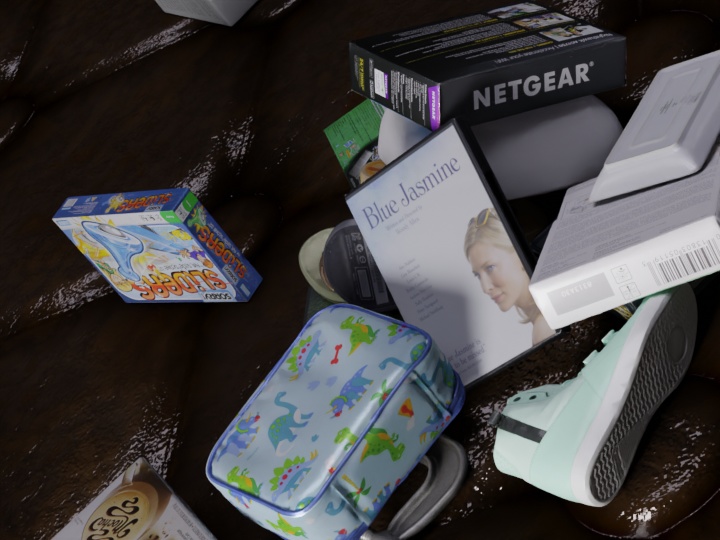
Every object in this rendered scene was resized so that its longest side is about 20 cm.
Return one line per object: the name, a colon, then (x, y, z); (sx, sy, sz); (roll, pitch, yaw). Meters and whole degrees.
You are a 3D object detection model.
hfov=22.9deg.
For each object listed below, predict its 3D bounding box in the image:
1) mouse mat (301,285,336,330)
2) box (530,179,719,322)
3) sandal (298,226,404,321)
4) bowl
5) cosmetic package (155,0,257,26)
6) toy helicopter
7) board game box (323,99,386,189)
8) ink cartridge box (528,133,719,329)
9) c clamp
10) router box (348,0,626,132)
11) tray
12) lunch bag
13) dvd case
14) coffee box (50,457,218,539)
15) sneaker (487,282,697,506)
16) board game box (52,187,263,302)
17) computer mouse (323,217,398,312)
mouse mat: (0.027, 0.026, 1.660); (0.200, 0.008, 0.161); (-23, 35, 23)
box: (0.258, -0.050, 1.483); (0.200, 0.046, 0.159); (-43, 31, -7)
sandal: (0.001, 0.000, 1.657); (0.080, 0.057, 0.201); (-45, 34, -6)
bowl: (0.128, -0.133, 1.612); (0.200, 0.075, 0.200); (-11, 25, -17)
cosmetic package: (-0.208, -0.443, 2.336); (0.166, 0.167, 0.200); (-48, 34, -14)
toy helicopter: (0.086, -0.066, 1.632); (0.200, 0.079, 0.132); (25, 40, 35)
board game box: (0.029, -0.125, 1.833); (0.105, 0.023, 0.200); (-36, 32, 8)
ink cartridge box: (0.229, -0.038, 1.427); (0.161, 0.050, 0.200); (-22, 16, 24)
c clamp: (0.003, 0.187, 1.461); (0.171, 0.027, 0.200); (-44, 33, -9)
router box: (0.111, -0.183, 1.570); (0.200, 0.051, 0.149); (-17, 28, -26)
tray: (0.262, -0.130, 1.497); (0.107, 0.022, 0.200); (-15, 27, 37)
lunch bag: (-0.023, 0.126, 1.462); (0.161, 0.082, 0.200); (15, 61, 47)
dvd case: (0.077, -0.008, 1.478); (0.143, 0.200, 0.018); (-34, -14, 39)
coffee box: (-0.169, 0.256, 1.498); (0.113, 0.080, 0.200); (-42, 32, -8)
sneaker: (0.175, 0.080, 1.372); (0.118, 0.074, 0.201); (10, 58, 43)
board game box: (-0.211, -0.023, 1.842); (0.200, 0.135, 0.034); (-2, 46, 45)
computer mouse: (0.057, -0.006, 1.548); (0.200, 0.139, 0.053); (2, 18, 38)
